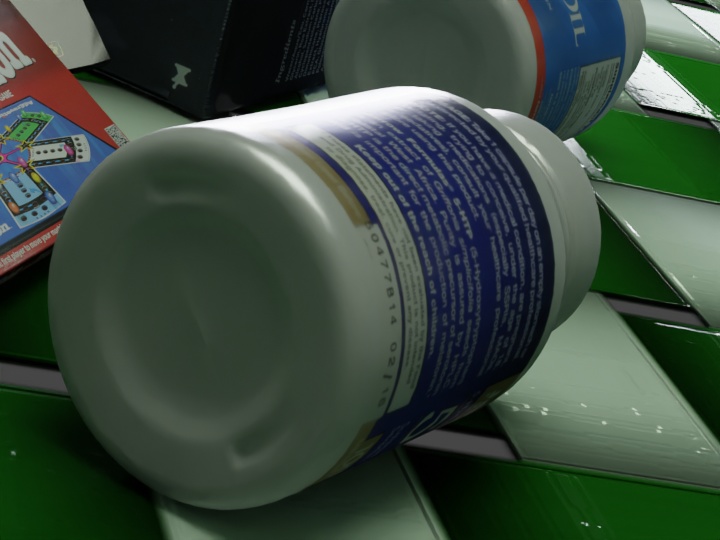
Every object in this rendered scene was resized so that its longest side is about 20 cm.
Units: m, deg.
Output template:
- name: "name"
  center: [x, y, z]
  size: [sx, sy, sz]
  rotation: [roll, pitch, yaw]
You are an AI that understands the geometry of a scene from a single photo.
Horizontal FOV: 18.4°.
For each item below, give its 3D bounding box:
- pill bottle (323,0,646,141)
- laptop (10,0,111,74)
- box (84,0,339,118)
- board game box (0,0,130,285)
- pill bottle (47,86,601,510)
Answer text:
- name: "pill bottle"
  center: [0.073, -0.113, 1.123]
  size: [0.112, 0.113, 0.200]
  rotation: [24, 21, 20]
- name: "laptop"
  center: [-0.212, -0.165, 0.926]
  size: [0.199, 0.103, 0.178]
  rotation: [-15, 70, -31]
- name: "box"
  center: [-0.100, -0.178, 1.154]
  size: [0.196, 0.118, 0.200]
  rotation: [24, 22, 20]
- name: "board game box"
  center: [-0.149, -0.046, 0.832]
  size: [0.103, 0.019, 0.200]
  rotation: [48, 22, -1]
- name: "pill bottle"
  center: [0.000, 0.000, 0.749]
  size: [0.119, 0.120, 0.200]
  rotation: [26, 22, 26]
